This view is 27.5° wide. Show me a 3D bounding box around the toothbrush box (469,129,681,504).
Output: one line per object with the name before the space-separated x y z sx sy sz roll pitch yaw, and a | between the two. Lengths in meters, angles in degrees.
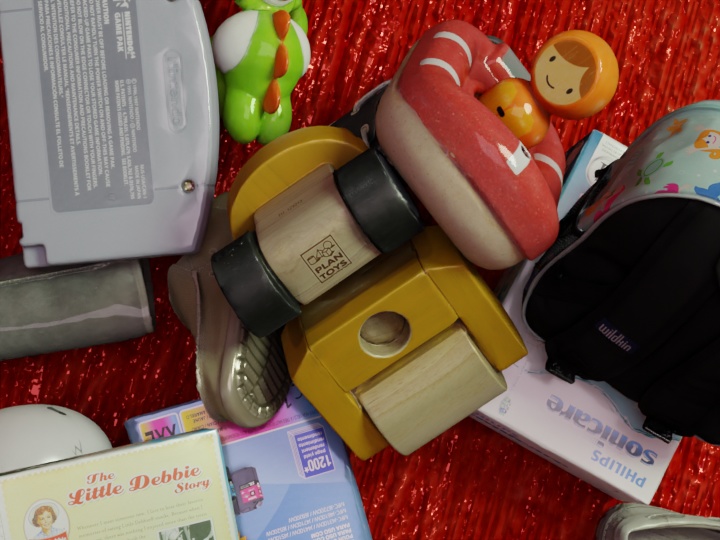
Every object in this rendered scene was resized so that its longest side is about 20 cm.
toothbrush box | 0.164 0.033 0.984 0.145 0.085 0.201 28 82 -1

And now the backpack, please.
backpack | 0.208 -0.006 0.851 0.177 0.200 0.151 32 63 0

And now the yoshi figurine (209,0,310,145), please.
yoshi figurine | -0.075 -0.184 0.981 0.111 0.112 0.203 5 90 8

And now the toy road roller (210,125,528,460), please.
toy road roller | 0.000 0.000 0.907 0.122 0.146 0.201 -33 119 8

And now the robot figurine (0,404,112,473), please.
robot figurine | -0.201 0.185 0.924 0.149 0.125 0.202 -9 87 -21

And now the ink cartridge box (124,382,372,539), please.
ink cartridge box | -0.062 0.176 0.960 0.135 0.076 0.202 -16 87 -5

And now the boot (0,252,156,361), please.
boot | -0.229 0.046 0.935 0.197 0.073 0.183 -1 46 -6

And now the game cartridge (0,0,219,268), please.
game cartridge | -0.156 -0.107 0.927 0.132 0.040 0.203 -4 92 8

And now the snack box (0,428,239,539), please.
snack box | -0.169 0.168 0.850 0.198 0.037 0.118 -10 88 -21

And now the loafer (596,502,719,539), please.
loafer | 0.254 0.205 0.979 0.198 0.070 0.071 15 83 -2

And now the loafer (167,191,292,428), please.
loafer | -0.087 0.026 0.942 0.068 0.201 0.076 -18 127 13

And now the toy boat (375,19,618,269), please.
toy boat | 0.094 -0.093 0.871 0.130 0.200 0.131 -34 105 24

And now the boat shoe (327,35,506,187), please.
boat shoe | 0.023 -0.088 0.988 0.199 0.060 0.074 -36 87 -15
